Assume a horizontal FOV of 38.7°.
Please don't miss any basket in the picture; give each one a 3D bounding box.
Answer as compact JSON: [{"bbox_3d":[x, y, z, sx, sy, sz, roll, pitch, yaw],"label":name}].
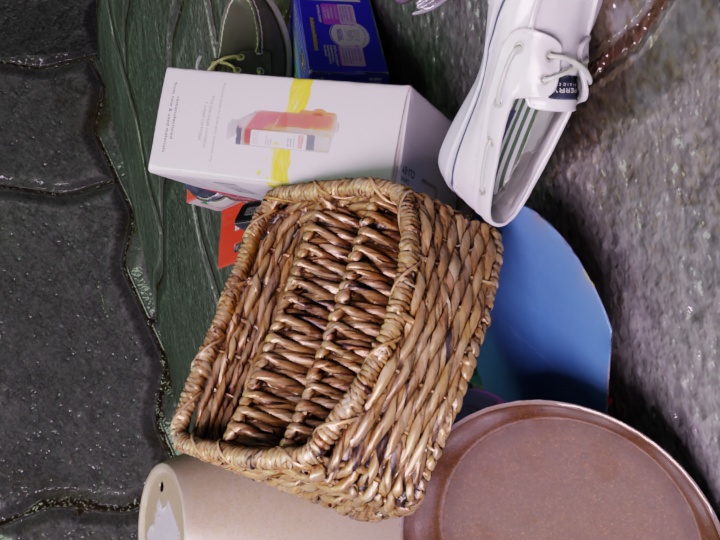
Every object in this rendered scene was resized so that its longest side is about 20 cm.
[{"bbox_3d":[-0.014,0.039,0.640,0.200,0.149,0.143,-69,11,-21],"label":"basket"}]

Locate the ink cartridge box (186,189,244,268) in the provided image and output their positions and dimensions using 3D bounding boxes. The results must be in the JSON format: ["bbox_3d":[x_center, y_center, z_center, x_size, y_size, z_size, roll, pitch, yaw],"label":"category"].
[{"bbox_3d":[-0.135,-0.112,1.083,0.109,0.050,0.201,-17,67,44],"label":"ink cartridge box"}]

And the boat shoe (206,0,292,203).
[{"bbox_3d":[-0.106,-0.161,0.929,0.072,0.060,0.202,-8,81,38],"label":"boat shoe"}]

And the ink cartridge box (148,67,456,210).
[{"bbox_3d":[-0.035,-0.092,0.786,0.145,0.199,0.084,16,-96,-67],"label":"ink cartridge box"}]

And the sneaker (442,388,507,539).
[{"bbox_3d":[0.110,0.173,0.707,0.200,0.079,0.095,59,175,6],"label":"sneaker"}]

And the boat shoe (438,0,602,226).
[{"bbox_3d":[0.109,-0.116,0.606,0.067,0.073,0.200,58,144,41],"label":"boat shoe"}]

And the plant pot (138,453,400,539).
[{"bbox_3d":[-0.050,0.185,0.743,0.187,0.199,0.188,-12,76,58],"label":"plant pot"}]

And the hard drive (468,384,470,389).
[{"bbox_3d":[0.000,0.096,0.953,0.200,0.132,0.026,-164,65,-70],"label":"hard drive"}]

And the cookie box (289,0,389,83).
[{"bbox_3d":[-0.030,-0.146,0.974,0.171,0.075,0.200,-100,14,-47],"label":"cookie box"}]

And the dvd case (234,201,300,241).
[{"bbox_3d":[0.000,0.000,0.845,0.025,0.200,0.150,-63,17,-7],"label":"dvd case"}]

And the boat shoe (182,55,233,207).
[{"bbox_3d":[-0.131,-0.165,1.014,0.062,0.075,0.201,33,-106,-61],"label":"boat shoe"}]

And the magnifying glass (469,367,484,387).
[{"bbox_3d":[0.087,0.065,0.789,0.022,0.079,0.200,-125,41,-50],"label":"magnifying glass"}]

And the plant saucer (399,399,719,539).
[{"bbox_3d":[0.121,0.170,0.619,0.034,0.200,0.201,-26,-67,-63],"label":"plant saucer"}]

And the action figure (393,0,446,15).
[{"bbox_3d":[0.028,-0.264,0.785,0.200,0.069,0.130,-127,20,-65],"label":"action figure"}]

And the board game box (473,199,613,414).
[{"bbox_3d":[0.132,0.047,0.687,0.158,0.039,0.201,-134,33,-54],"label":"board game box"}]
